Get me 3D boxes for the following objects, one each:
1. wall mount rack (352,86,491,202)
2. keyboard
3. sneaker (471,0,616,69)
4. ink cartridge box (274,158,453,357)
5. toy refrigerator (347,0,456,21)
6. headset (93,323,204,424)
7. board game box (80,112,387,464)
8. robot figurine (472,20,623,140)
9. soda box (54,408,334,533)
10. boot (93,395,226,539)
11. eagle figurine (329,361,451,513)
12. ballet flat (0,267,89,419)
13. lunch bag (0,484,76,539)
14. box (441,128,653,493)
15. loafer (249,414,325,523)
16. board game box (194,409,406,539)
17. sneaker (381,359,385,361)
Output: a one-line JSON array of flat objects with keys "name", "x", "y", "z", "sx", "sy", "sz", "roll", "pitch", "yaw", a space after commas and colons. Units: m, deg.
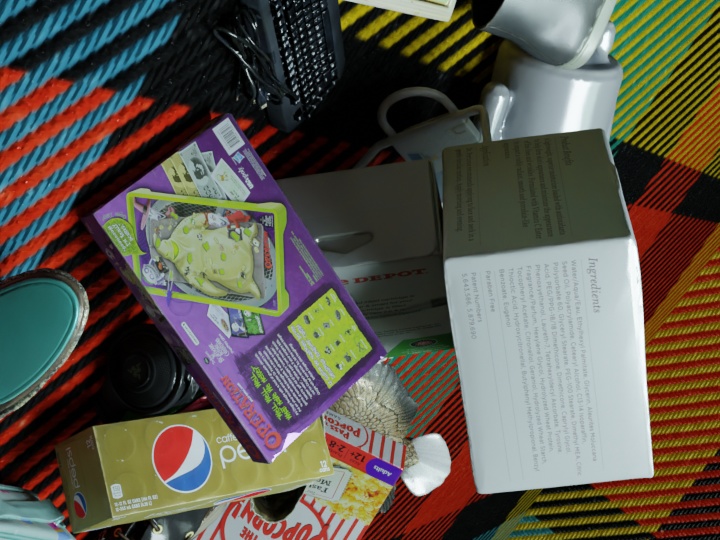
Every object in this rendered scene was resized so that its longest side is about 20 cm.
[{"name": "wall mount rack", "x": 0.054, "y": -0.060, "z": 1.141, "sx": 0.174, "sy": 0.075, "sz": 0.200, "roll": -20, "pitch": 141, "yaw": 23}, {"name": "keyboard", "x": -0.041, "y": -0.149, "z": 0.886, "sx": 0.104, "sy": 0.040, "sz": 0.200, "roll": -47, "pitch": 159, "yaw": -16}, {"name": "sneaker", "x": 0.164, "y": -0.270, "z": 1.083, "sx": 0.106, "sy": 0.075, "sz": 0.200, "roll": 14, "pitch": 95, "yaw": -34}, {"name": "ink cartridge box", "x": 0.000, "y": 0.000, "z": 1.059, "sx": 0.146, "sy": 0.083, "sz": 0.200, "roll": -7, "pitch": 156, "yaw": 5}, {"name": "toy refrigerator", "x": 0.006, "y": -0.200, "z": 0.816, "sx": 0.200, "sy": 0.070, "sz": 0.076, "roll": -11, "pitch": 121, "yaw": -65}, {"name": "headset", "x": -0.119, "y": 0.071, "z": 0.998, "sx": 0.123, "sy": 0.094, "sz": 0.200, "roll": -24, "pitch": 160, "yaw": -40}, {"name": "board game box", "x": -0.078, "y": 0.012, "z": 0.889, "sx": 0.120, "sy": 0.200, "sz": 0.032, "roll": -42, "pitch": -163, "yaw": -31}, {"name": "robot figurine", "x": 0.168, "y": -0.136, "z": 1.219, "sx": 0.169, "sy": 0.113, "sz": 0.200, "roll": -5, "pitch": 119, "yaw": -33}, {"name": "soda box", "x": -0.120, "y": 0.142, "z": 1.012, "sx": 0.200, "sy": 0.068, "sz": 0.064, "roll": -4, "pitch": 163, "yaw": -41}, {"name": "boot", "x": -0.172, "y": 0.198, "z": 1.143, "sx": 0.200, "sy": 0.073, "sz": 0.151, "roll": -39, "pitch": 158, "yaw": -41}, {"name": "eagle figurine", "x": -0.002, "y": 0.181, "z": 1.417, "sx": 0.151, "sy": 0.152, "sz": 0.200, "roll": -31, "pitch": 165, "yaw": 3}, {"name": "ballet flat", "x": -0.239, "y": 0.073, "z": 0.816, "sx": 0.200, "sy": 0.068, "sz": 0.075, "roll": -46, "pitch": -178, "yaw": 1}, {"name": "lunch bag", "x": -0.283, "y": 0.214, "z": 0.923, "sx": 0.160, "sy": 0.077, "sz": 0.200, "roll": -52, "pitch": 160, "yaw": -4}, {"name": "box", "x": 0.135, "y": 0.025, "z": 1.003, "sx": 0.199, "sy": 0.130, "sz": 0.200, "roll": -83, "pitch": 164, "yaw": -62}, {"name": "loafer", "x": -0.064, "y": 0.151, "z": 1.165, "sx": 0.076, "sy": 0.068, "sz": 0.200, "roll": -2, "pitch": 140, "yaw": -6}, {"name": "board game box", "x": -0.068, "y": 0.221, "z": 1.296, "sx": 0.200, "sy": 0.151, "sz": 0.046, "roll": -61, "pitch": -173, "yaw": 24}, {"name": "sneaker", "x": -0.009, "y": 0.045, "z": 1.243, "sx": 0.200, "sy": 0.080, "sz": 0.089, "roll": -38, "pitch": 148, "yaw": -32}]
